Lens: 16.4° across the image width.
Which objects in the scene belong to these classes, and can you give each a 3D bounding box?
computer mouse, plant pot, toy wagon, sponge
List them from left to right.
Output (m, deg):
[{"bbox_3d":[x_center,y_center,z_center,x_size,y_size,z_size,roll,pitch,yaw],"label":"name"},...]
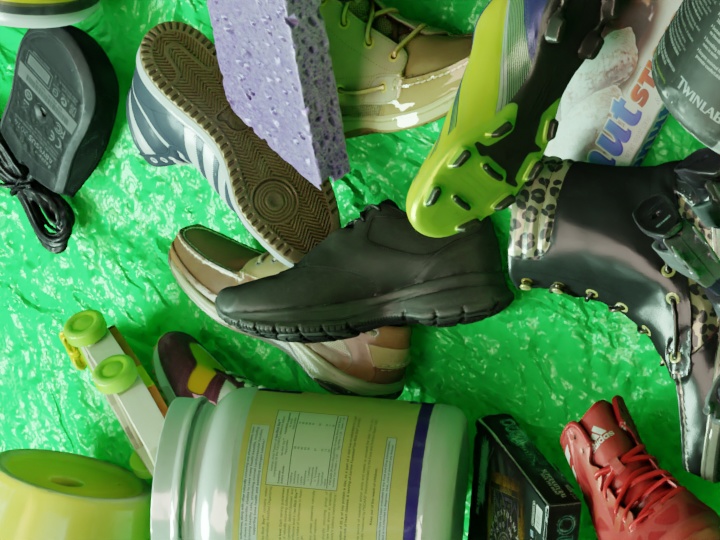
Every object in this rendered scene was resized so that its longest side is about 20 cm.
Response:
[{"bbox_3d":[-0.243,0.246,1.939,0.201,0.201,0.189,18,101,35],"label":"plant pot"},{"bbox_3d":[-0.229,-0.119,1.884,0.139,0.053,0.200,51,142,16],"label":"computer mouse"},{"bbox_3d":[-0.176,0.098,1.879,0.200,0.040,0.155,50,165,51],"label":"toy wagon"},{"bbox_3d":[-0.059,-0.155,1.605,0.112,0.030,0.200,43,156,36],"label":"sponge"}]

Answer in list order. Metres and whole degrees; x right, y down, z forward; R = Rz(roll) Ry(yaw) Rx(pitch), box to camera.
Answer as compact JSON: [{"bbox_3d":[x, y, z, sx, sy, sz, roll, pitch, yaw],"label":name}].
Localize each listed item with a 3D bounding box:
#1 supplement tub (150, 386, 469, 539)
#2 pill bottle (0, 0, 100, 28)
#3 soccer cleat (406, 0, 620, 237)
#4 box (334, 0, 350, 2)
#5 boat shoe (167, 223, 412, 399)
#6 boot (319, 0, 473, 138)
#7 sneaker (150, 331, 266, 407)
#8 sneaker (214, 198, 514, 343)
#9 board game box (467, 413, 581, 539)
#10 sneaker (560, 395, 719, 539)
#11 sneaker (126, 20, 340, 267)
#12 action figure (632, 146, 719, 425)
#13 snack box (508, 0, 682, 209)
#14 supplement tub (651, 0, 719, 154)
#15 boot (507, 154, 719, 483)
[{"bbox_3d":[-0.032,0.155,1.690,0.200,0.145,0.146,5,112,7],"label":"supplement tub"},{"bbox_3d":[-0.237,-0.282,1.784,0.112,0.112,0.200,23,119,33],"label":"pill bottle"},{"bbox_3d":[0.087,-0.112,1.542,0.200,0.065,0.084,-59,37,7],"label":"soccer cleat"},{"bbox_3d":[0.062,-0.254,1.530,0.200,0.046,0.159,-3,76,36],"label":"box"},{"bbox_3d":[-0.043,0.016,1.761,0.200,0.076,0.074,31,119,19],"label":"boat shoe"},{"bbox_3d":[0.002,-0.171,1.631,0.200,0.073,0.156,-8,114,48],"label":"boot"},{"bbox_3d":[-0.070,0.107,1.820,0.090,0.075,0.200,-45,71,19],"label":"sneaker"},{"bbox_3d":[0.000,0.000,1.675,0.200,0.076,0.091,-8,83,1],"label":"sneaker"},{"bbox_3d":[0.105,0.215,1.685,0.135,0.028,0.200,-127,37,-61],"label":"board game box"},{"bbox_3d":[0.166,0.140,1.558,0.116,0.078,0.200,61,170,2],"label":"sneaker"},{"bbox_3d":[-0.093,-0.076,1.752,0.200,0.070,0.109,53,157,4],"label":"sneaker"},{"bbox_3d":[0.238,0.027,1.462,0.200,0.130,0.069,51,167,-21],"label":"action figure"},{"bbox_3d":[0.156,-0.103,1.573,0.072,0.024,0.200,41,127,20],"label":"snack box"},{"bbox_3d":[0.257,-0.163,1.399,0.123,0.123,0.200,44,128,20],"label":"supplement tub"},{"bbox_3d":[0.172,0.023,1.555,0.154,0.073,0.204,7,103,25],"label":"boot"}]
